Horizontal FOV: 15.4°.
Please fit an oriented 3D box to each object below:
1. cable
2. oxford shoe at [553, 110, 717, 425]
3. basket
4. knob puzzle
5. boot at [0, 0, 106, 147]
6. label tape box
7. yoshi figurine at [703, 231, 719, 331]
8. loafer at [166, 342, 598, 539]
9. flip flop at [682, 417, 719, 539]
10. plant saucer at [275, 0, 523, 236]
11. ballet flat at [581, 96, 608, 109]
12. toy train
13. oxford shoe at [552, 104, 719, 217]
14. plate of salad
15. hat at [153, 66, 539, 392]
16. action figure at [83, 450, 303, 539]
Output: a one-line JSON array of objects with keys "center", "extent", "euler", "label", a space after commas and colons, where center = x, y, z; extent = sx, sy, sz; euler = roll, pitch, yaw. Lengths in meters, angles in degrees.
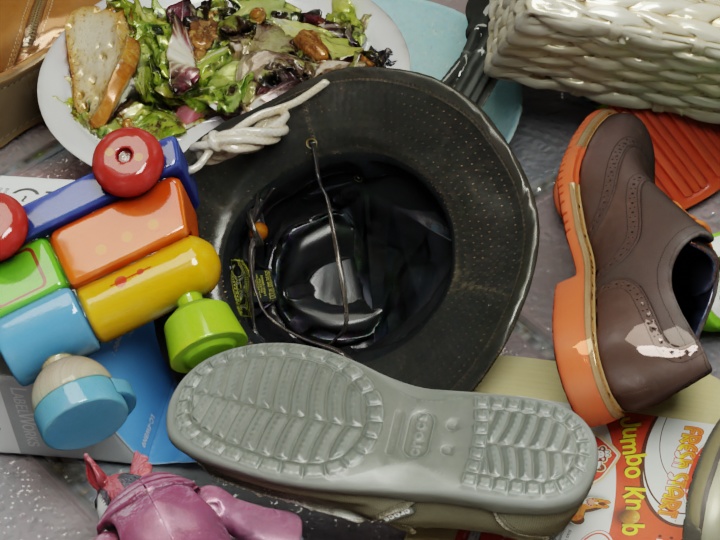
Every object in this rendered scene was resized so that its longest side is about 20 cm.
[{"center": [0.077, -0.112, 1.403], "extent": [0.097, 0.050, 0.200], "euler": [-8, 45, 36], "label": "cable"}, {"center": [0.136, -0.008, 1.265], "extent": [0.072, 0.071, 0.200], "euler": [-15, 40, 19], "label": "oxford shoe"}, {"center": [0.163, -0.149, 1.318], "extent": [0.200, 0.136, 0.124], "euler": [11, 77, -5], "label": "basket"}, {"center": [0.126, 0.121, 1.216], "extent": [0.219, 0.030, 0.220], "euler": [-5, 42, 5], "label": "knob puzzle"}, {"center": [-0.215, -0.132, 1.517], "extent": [0.200, 0.074, 0.155], "euler": [1, 44, -6], "label": "boot"}, {"center": [-0.152, 0.022, 1.345], "extent": [0.200, 0.066, 0.143], "euler": [2, 45, 15], "label": "label tape box"}, {"center": [0.249, -0.025, 1.295], "extent": [0.200, 0.112, 0.112], "euler": [-26, 54, -8], "label": "yoshi figurine"}, {"center": [0.008, 0.088, 1.200], "extent": [0.200, 0.070, 0.075], "euler": [12, 54, 16], "label": "loafer"}, {"center": [0.200, 0.061, 1.186], "extent": [0.058, 0.081, 0.200], "euler": [12, 51, 28], "label": "flip flop"}, {"center": [-0.011, -0.074, 1.441], "extent": [0.201, 0.039, 0.201], "euler": [-5, 44, 4], "label": "plant saucer"}, {"center": [0.146, -0.160, 1.491], "extent": [0.067, 0.067, 0.200], "euler": [7, 39, -14], "label": "ballet flat"}, {"center": [-0.083, -0.005, 1.249], "extent": [0.200, 0.085, 0.116], "euler": [-25, 65, -3], "label": "toy train"}, {"center": [0.174, -0.085, 1.415], "extent": [0.200, 0.071, 0.073], "euler": [-38, 12, -16], "label": "oxford shoe"}, {"center": [-0.074, -0.113, 1.421], "extent": [0.200, 0.048, 0.200], "euler": [-2, 40, 2], "label": "plate of salad"}, {"center": [0.000, 0.000, 1.313], "extent": [0.200, 0.081, 0.201], "euler": [-3, 80, 20], "label": "hat"}, {"center": [-0.074, 0.148, 1.148], "extent": [0.134, 0.149, 0.200], "euler": [-30, 60, -12], "label": "action figure"}]
